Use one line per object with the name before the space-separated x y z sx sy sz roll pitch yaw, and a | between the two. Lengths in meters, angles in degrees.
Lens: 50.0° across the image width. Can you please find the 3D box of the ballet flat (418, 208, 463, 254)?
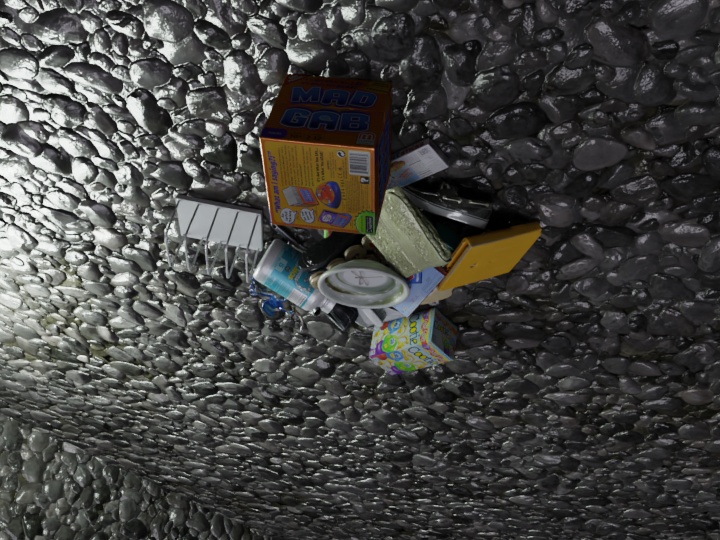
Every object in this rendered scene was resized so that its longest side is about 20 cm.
ballet flat | 0.140 -0.074 1.617 0.200 0.071 0.065 34 126 -26

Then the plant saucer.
plant saucer | 0.009 0.021 1.664 0.199 0.050 0.200 5 154 2

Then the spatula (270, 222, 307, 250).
spatula | -0.134 -0.056 1.813 0.200 0.021 0.056 36 141 -29

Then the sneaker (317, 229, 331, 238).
sneaker | -0.100 -0.151 1.647 0.083 0.077 0.200 13 145 29

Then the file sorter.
file sorter | -0.336 -0.068 1.767 0.199 0.125 0.139 11 144 2

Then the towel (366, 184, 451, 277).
towel | 0.079 -0.074 1.550 0.148 0.037 0.200 -21 117 44

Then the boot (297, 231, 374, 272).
boot | -0.035 0.002 1.773 0.164 0.066 0.200 -34 138 -3

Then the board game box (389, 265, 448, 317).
board game box | 0.105 0.024 1.680 0.103 0.019 0.200 37 144 0

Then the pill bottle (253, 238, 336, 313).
pill bottle | -0.143 0.020 1.810 0.199 0.111 0.111 32 141 -8

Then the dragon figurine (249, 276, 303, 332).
dragon figurine | -0.215 0.082 1.988 0.099 0.059 0.200 -5 140 21

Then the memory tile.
memory tile | 0.000 0.000 1.719 0.200 0.017 0.153 -37 139 17

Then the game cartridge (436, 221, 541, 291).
game cartridge | 0.272 -0.032 1.639 0.199 0.033 0.177 -15 154 -28

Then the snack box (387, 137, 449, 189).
snack box | 0.077 -0.202 1.555 0.199 0.024 0.072 -20 134 36

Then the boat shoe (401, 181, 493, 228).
boat shoe | 0.174 -0.146 1.575 0.199 0.071 0.064 17 105 -10

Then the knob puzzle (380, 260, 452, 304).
knob puzzle | 0.132 0.004 1.790 0.218 0.031 0.220 2 129 3

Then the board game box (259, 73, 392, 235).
board game box | -0.054 -0.213 1.409 0.199 0.200 0.201 6 137 7

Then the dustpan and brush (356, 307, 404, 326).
dustpan and brush | 0.015 0.093 1.937 0.139 0.057 0.200 -16 133 33

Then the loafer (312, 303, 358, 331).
loafer | -0.099 0.076 1.893 0.200 0.071 0.068 32 160 14

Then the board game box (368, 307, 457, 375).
board game box | 0.136 0.186 1.992 0.199 0.103 0.105 -20 134 36
